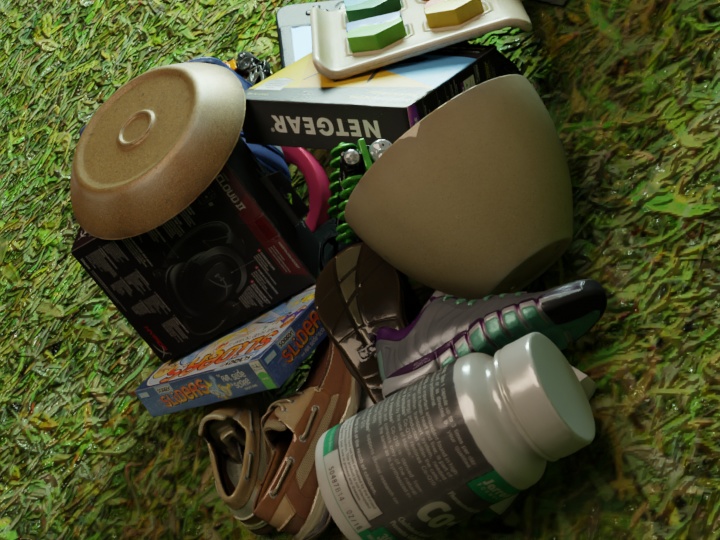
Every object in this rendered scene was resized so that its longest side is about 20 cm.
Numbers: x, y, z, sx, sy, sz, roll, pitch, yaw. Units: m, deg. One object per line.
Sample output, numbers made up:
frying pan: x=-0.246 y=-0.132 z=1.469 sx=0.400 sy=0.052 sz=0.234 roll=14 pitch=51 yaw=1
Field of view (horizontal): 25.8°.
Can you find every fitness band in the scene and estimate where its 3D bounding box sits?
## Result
fitness band: x=-0.121 y=-0.053 z=1.613 sx=0.200 sy=0.037 sz=0.144 roll=-27 pitch=63 yaw=19

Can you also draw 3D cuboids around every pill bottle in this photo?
pill bottle: x=0.073 y=0.134 z=1.223 sx=0.200 sy=0.113 sz=0.113 roll=-31 pitch=43 yaw=22

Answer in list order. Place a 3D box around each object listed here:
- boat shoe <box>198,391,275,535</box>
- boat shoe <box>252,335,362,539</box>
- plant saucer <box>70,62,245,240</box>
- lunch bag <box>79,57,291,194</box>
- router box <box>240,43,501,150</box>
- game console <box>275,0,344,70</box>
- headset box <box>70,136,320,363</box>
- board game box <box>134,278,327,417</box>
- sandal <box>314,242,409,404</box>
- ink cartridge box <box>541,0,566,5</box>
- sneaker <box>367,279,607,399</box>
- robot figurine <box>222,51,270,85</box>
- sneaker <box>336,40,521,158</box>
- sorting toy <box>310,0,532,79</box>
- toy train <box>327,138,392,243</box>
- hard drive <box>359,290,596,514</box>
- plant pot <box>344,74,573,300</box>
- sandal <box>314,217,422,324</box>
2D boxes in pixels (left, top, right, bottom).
boat shoe: x=-0.116 y=0.149 z=1.447 sx=0.072 sy=0.076 sz=0.200 roll=-42 pitch=37 yaw=12
boat shoe: x=-0.048 y=0.137 z=1.384 sx=0.076 sy=0.072 sz=0.200 roll=130 pitch=156 yaw=-54
plant saucer: x=-0.196 y=-0.121 z=1.441 sx=0.200 sy=0.035 sz=0.201 roll=-21 pitch=46 yaw=23
lunch bag: x=-0.178 y=-0.097 z=1.557 sx=0.200 sy=0.136 sz=0.133 roll=-30 pitch=61 yaw=19
router box: x=0.008 y=-0.160 z=1.437 sx=0.200 sy=0.051 sz=0.149 roll=7 pitch=31 yaw=37
game console: x=-0.001 y=-0.256 z=1.629 sx=0.170 sy=0.119 sz=0.200 roll=-6 pitch=46 yaw=-3
headset box: x=-0.144 y=-0.026 z=1.470 sx=0.200 sy=0.149 sz=0.077 roll=-29 pitch=26 yaw=17
board game box: x=-0.107 y=0.071 z=1.469 sx=0.200 sy=0.035 sz=0.135 roll=-17 pitch=23 yaw=46
sandal: x=0.020 y=0.062 z=1.376 sx=0.082 sy=0.055 sz=0.200 roll=-28 pitch=57 yaw=-5
ink cartridge box: x=0.193 y=-0.387 z=1.544 sx=0.084 sy=0.145 sz=0.200 roll=26 pitch=78 yaw=49
sneaker: x=0.099 y=0.038 z=1.288 sx=0.200 sy=0.074 sz=0.088 roll=-26 pitch=54 yaw=7
robot figurine: x=-0.144 y=-0.152 z=1.731 sx=0.145 sy=0.058 sz=0.200 roll=-34 pitch=43 yaw=17
sneaker: x=0.069 y=-0.157 z=1.531 sx=0.199 sy=0.076 sz=0.114 roll=-22 pitch=44 yaw=24
sorting toy: x=0.051 y=-0.243 z=1.477 sx=0.199 sy=0.037 sz=0.185 roll=-13 pitch=26 yaw=3
toy train: x=0.002 y=-0.070 z=1.397 sx=0.056 sy=0.200 sz=0.042 roll=-15 pitch=75 yaw=-7
hard drive: x=0.093 y=0.105 z=1.335 sx=0.132 sy=0.027 sz=0.200 roll=-52 pitch=40 yaw=-4
plant pot: x=0.105 y=-0.051 z=1.347 sx=0.200 sy=0.200 sz=0.135 roll=-40 pitch=74 yaw=10
sandal: x=0.001 y=0.000 z=1.485 sx=0.075 sy=0.048 sz=0.201 roll=-44 pitch=40 yaw=5
